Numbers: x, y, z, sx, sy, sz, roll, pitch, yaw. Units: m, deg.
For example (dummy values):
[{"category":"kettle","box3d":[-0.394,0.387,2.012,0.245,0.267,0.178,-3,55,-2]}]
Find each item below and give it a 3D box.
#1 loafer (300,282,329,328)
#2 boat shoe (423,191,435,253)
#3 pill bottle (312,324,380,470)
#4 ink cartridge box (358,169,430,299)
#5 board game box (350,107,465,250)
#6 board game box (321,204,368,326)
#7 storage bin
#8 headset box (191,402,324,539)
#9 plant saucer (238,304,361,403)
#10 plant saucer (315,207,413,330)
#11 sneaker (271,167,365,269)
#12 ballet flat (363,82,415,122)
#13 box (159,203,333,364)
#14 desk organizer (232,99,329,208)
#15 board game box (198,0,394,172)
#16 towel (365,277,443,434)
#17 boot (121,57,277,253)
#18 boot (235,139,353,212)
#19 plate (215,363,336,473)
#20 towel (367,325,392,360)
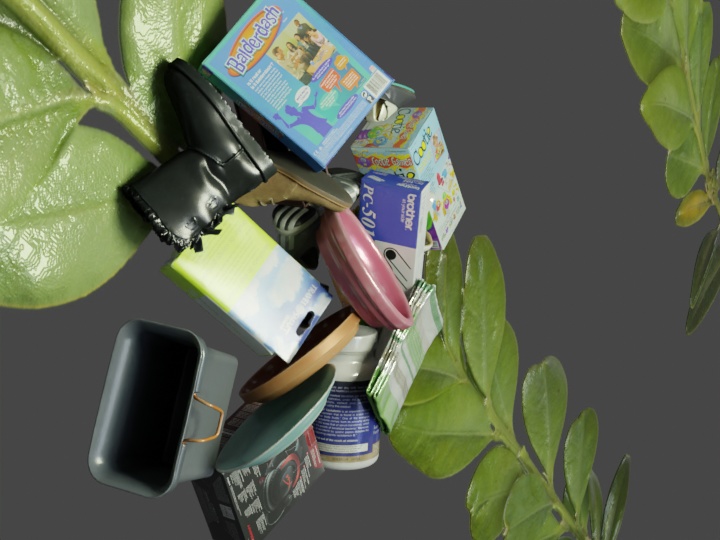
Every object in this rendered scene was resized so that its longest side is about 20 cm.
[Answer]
[{"category":"loafer","box3d":[-0.115,0.055,1.551,0.200,0.073,0.073,-1,104,-53]},{"category":"boat shoe","box3d":[0.074,-0.043,1.705,0.200,0.069,0.071,100,8,-45]},{"category":"pill bottle","box3d":[-0.025,0.185,1.668,0.116,0.115,0.201,-12,108,-53]},{"category":"ink cartridge box","box3d":[0.044,-0.041,1.641,0.044,0.094,0.201,-49,148,-56]},{"category":"board game box","box3d":[0.076,-0.142,1.740,0.105,0.103,0.200,-59,141,-38]},{"category":"board game box","box3d":[-0.006,-0.002,1.713,0.096,0.030,0.200,-56,147,-31]},{"category":"storage bin","box3d":[-0.221,0.171,1.378,0.134,0.145,0.201,19,83,-65]},{"category":"headset box","box3d":[-0.137,0.266,1.563,0.200,0.075,0.149,-44,132,-40]},{"category":"plant saucer","box3d":[-0.076,0.117,1.519,0.032,0.200,0.200,52,48,-6]},{"category":"plant saucer","box3d":[0.000,0.000,1.521,0.051,0.201,0.201,-32,139,9]},{"category":"sneaker","box3d":[-0.063,-0.066,1.608,0.200,0.075,0.116,-37,141,-46]},{"category":"ballet flat","box3d":[0.005,-0.256,1.649,0.200,0.073,0.073,13,87,-49]},{"category":"box","box3d":[-0.143,0.015,1.441,0.200,0.048,0.122,43,63,-19]},{"category":"desk organizer","box3d":[-0.106,-0.187,1.496,0.072,0.077,0.201,-43,130,-42]},{"category":"board game box","box3d":[-0.080,-0.247,1.421,0.200,0.045,0.152,41,78,-10]},{"category":"towel","box3d":[0.070,0.129,1.652,0.200,0.031,0.149,-64,156,-23]},{"category":"boot","box3d":[-0.214,-0.133,1.346,0.162,0.073,0.198,-41,98,-12]},{"category":"boot","box3d":[-0.108,-0.111,1.441,0.074,0.199,0.076,-83,-163,-72]},{"category":"plate","box3d":[-0.102,0.194,1.433,0.026,0.200,0.200,50,52,-12]},{"category":"towel","box3d":[0.032,0.156,1.799,0.132,0.034,0.201,30,76,-63]}]
